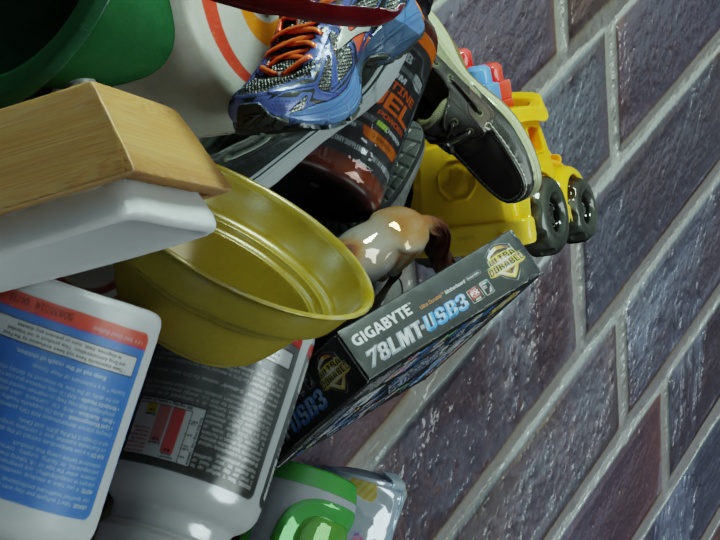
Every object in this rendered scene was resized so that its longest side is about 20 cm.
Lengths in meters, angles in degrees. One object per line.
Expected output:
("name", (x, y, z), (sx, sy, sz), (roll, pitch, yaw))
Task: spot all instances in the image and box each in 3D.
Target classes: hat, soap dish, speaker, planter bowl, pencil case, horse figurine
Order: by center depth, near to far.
("soap dish", (-0.190, -0.040, 1.120), (0.157, 0.200, 0.081), (7, 68, -74))
("hat", (-0.128, -0.134, 1.166), (0.176, 0.200, 0.166), (28, 87, -45))
("planter bowl", (-0.098, 0.005, 1.329), (0.083, 0.200, 0.200), (-59, 159, 19))
("horse figurine", (0.000, 0.000, 1.531), (0.200, 0.050, 0.133), (-24, 157, -32))
("speaker", (-0.066, 0.255, 1.603), (0.088, 0.088, 0.200), (42, 61, -60))
("pencil case", (-0.021, 0.261, 1.687), (0.083, 0.091, 0.200), (19, 80, -43))

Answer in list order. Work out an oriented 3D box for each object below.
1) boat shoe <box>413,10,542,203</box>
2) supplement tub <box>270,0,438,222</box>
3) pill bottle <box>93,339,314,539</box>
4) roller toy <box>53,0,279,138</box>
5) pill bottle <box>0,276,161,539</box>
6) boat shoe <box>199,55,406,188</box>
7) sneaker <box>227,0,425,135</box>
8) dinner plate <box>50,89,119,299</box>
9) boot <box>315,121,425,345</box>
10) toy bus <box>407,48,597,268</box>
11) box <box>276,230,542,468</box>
("boat shoe", (0.070, -0.131, 1.677), (0.200, 0.073, 0.065), (51, 47, 0))
("supplement tub", (-0.005, -0.145, 1.559), (0.107, 0.107, 0.200), (52, 53, -56))
("pill bottle", (-0.113, 0.118, 1.423), (0.116, 0.116, 0.200), (45, 59, -59))
("roller toy", (-0.105, -0.172, 1.275), (0.200, 0.140, 0.182), (55, 43, -40))
("pill bottle", (-0.203, 0.105, 1.238), (0.112, 0.112, 0.200), (24, 83, -63))
("boat shoe", (-0.041, -0.132, 1.451), (0.200, 0.072, 0.071), (-48, 148, 7))
("sneaker", (-0.029, -0.141, 1.219), (0.200, 0.075, 0.078), (-55, 133, -52))
("dinner plate", (-0.170, -0.059, 1.353), (0.200, 0.024, 0.200), (-34, 129, -57))
("boot", (0.006, -0.019, 1.681), (0.200, 0.070, 0.132), (-60, 151, -12))
("toy bus", (0.118, -0.105, 1.817), (0.200, 0.136, 0.192), (-15, 97, -63))
("box", (0.018, 0.066, 1.558), (0.198, 0.050, 0.200), (-31, 171, -38))
